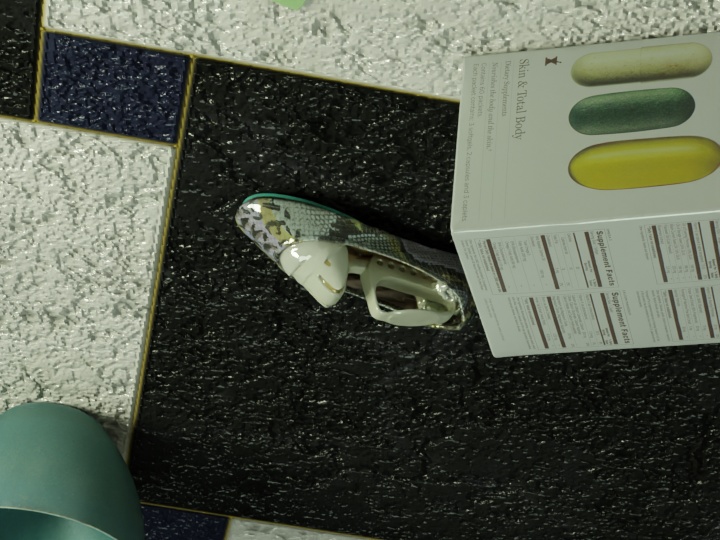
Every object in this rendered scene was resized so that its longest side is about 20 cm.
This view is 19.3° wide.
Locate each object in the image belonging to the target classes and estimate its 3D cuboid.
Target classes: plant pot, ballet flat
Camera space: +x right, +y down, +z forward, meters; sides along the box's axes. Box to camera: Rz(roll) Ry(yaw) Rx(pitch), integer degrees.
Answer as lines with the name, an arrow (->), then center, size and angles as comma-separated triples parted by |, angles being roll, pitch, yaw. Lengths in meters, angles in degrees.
plant pot -> -0.278, 0.195, 1.845 | 0.200, 0.135, 0.200 | 4, 146, 3
ballet flat -> 0.000, 0.000, 1.581 | 0.200, 0.072, 0.072 | 18, 144, -16

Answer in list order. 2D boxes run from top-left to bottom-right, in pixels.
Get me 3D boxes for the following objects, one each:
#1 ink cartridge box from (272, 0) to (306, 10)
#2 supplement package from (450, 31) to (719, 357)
ink cartridge box -> -0.055, -0.224, 1.285 | 0.145, 0.048, 0.200 | 21, 140, -21
supplement package -> 0.175, -0.049, 1.408 | 0.200, 0.152, 0.151 | -4, 144, 14
